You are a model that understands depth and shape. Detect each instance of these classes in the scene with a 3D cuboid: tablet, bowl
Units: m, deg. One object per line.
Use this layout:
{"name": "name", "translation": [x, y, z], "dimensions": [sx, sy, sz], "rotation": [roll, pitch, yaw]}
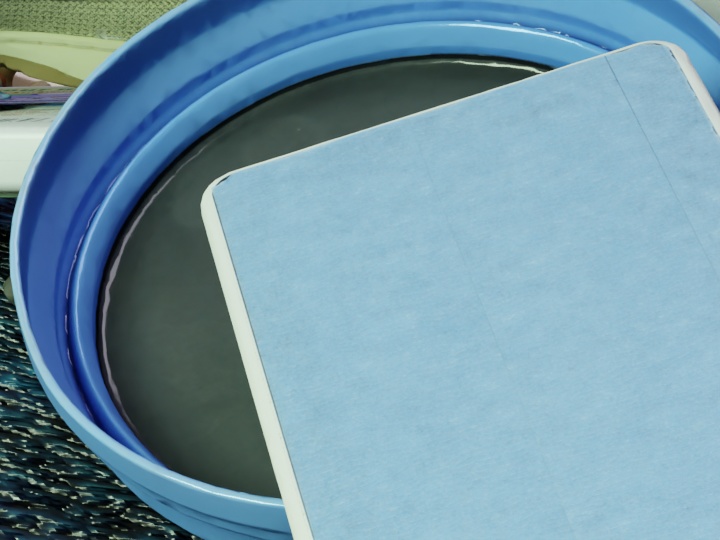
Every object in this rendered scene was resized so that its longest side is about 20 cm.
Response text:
{"name": "tablet", "translation": [0.041, 0.021, 0.637], "dimensions": [0.130, 0.014, 0.200], "rotation": [-17, 39, -2]}
{"name": "bowl", "translation": [0.011, -0.007, 0.720], "dimensions": [0.201, 0.039, 0.201], "rotation": [-6, 47, 6]}

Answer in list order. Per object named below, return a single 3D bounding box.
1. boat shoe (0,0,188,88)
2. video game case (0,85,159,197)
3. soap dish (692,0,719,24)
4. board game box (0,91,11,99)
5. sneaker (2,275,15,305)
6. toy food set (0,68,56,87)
{"name": "boat shoe", "translation": [-0.122, -0.099, 0.842], "dimensions": [0.201, 0.066, 0.072], "rotation": [8, 27, -10]}
{"name": "video game case", "translation": [-0.134, -0.042, 0.888], "dimensions": [0.200, 0.022, 0.182], "rotation": [0, 8, 13]}
{"name": "soap dish", "translation": [0.160, -0.016, 0.756], "dimensions": [0.200, 0.157, 0.081], "rotation": [-5, -33, 26]}
{"name": "board game box", "translation": [-0.197, -0.073, 0.892], "dimensions": [0.158, 0.039, 0.200], "rotation": [-3, 7, -12]}
{"name": "sneaker", "translation": [0.000, 0.000, 0.820], "dimensions": [0.200, 0.098, 0.071], "rotation": [13, 13, -7]}
{"name": "toy food set", "translation": [-0.197, -0.104, 1.155], "dimensions": [0.143, 0.060, 0.200], "rotation": [17, 10, 2]}
